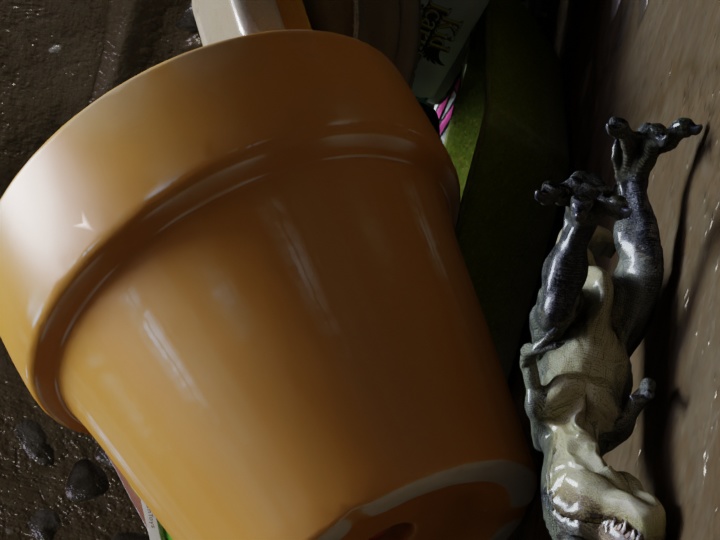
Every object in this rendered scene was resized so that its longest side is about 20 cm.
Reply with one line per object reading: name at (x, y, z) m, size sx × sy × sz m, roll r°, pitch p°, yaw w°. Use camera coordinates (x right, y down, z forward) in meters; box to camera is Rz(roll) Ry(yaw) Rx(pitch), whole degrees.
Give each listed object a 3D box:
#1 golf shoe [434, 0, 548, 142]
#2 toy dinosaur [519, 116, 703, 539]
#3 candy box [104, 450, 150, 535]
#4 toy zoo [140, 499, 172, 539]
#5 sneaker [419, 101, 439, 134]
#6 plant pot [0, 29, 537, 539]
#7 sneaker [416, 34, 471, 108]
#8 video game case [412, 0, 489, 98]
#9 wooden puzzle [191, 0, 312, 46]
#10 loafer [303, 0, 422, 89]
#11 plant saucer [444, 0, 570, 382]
golf shoe at (0.057, -0.123, 1.077) m, size 0.073 × 0.091 × 0.201 m, roll -81°, pitch 5°, yaw -70°
toy dinosaur at (0.071, 0.004, 0.549) m, size 0.200 × 0.047 × 0.089 m, roll -74°, pitch -8°, yaw -60°
candy box at (-0.060, 0.103, 1.105) m, size 0.199 × 0.117 × 0.056 m, roll -22°, pitch 9°, yaw 39°
toy zoo at (-0.043, 0.146, 1.065) m, size 0.020 × 0.199 × 0.132 m, roll -36°, pitch -59°, yaw -51°
sneaker at (0.000, 0.000, 0.965) m, size 0.082 × 0.073 × 0.200 m, roll -71°, pitch 6°, yaw -48°
plant pot at (-0.026, 0.039, 0.736) m, size 0.184 × 0.199 × 0.201 m, roll 59°, pitch 153°, yaw 28°
sneaker at (0.010, -0.161, 1.038) m, size 0.077 × 0.079 × 0.201 m, roll -39°, pitch 44°, yaw 32°
video game case at (0.050, -0.219, 0.927) m, size 0.181 × 0.045 × 0.201 m, roll 123°, pitch 155°, yaw -58°
wooden puzzle at (-0.050, -0.110, 0.861) m, size 0.200 × 0.037 × 0.186 m, roll 88°, pitch 167°, yaw -58°
loafer at (-0.011, -0.141, 0.872) m, size 0.076 × 0.067 × 0.201 m, roll 128°, pitch 146°, yaw -64°
plant saucer at (0.061, -0.021, 0.907) m, size 0.200 × 0.048 × 0.201 m, roll -82°, pitch 5°, yaw -63°
